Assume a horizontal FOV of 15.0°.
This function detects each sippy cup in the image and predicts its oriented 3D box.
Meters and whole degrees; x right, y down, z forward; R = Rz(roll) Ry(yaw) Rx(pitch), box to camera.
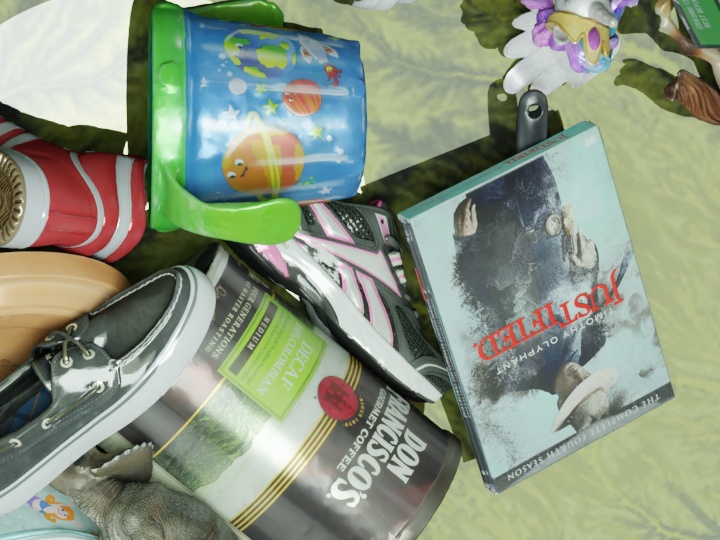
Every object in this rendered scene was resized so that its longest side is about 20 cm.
[{"bbox_3d":[-0.063,-0.092,1.648,0.130,0.140,0.178,0,78,-6],"label":"sippy cup"}]

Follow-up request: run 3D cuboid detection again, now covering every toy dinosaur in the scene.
[{"bbox_3d":[-0.108,0.169,1.612,0.200,0.077,0.102,37,55,-18],"label":"toy dinosaur"}]

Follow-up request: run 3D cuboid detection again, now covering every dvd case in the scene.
[{"bbox_3d":[0.114,0.024,1.727,0.146,0.022,0.201,-26,115,-19],"label":"dvd case"}]

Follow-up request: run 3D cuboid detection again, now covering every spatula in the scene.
[{"bbox_3d":[0.107,-0.020,1.740,0.056,0.021,0.201,-3,109,-8],"label":"spatula"}]

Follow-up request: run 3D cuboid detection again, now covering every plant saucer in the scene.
[{"bbox_3d":[-0.231,0.047,1.640,0.200,0.200,0.032,-13,68,-6],"label":"plant saucer"}]

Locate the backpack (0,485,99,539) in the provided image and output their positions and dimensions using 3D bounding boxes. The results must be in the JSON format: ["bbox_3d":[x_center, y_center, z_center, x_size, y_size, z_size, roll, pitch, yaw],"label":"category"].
[{"bbox_3d":[-0.228,0.214,1.676,0.199,0.151,0.178,-19,130,-11],"label":"backpack"}]

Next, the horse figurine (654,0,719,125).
[{"bbox_3d":[0.272,-0.158,1.745,0.200,0.050,0.133,-43,118,-9],"label":"horse figurine"}]

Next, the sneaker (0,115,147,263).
[{"bbox_3d":[-0.201,-0.060,1.650,0.112,0.200,0.071,8,110,-35],"label":"sneaker"}]

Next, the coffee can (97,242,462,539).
[{"bbox_3d":[-0.059,0.101,1.690,0.200,0.146,0.146,39,91,-10],"label":"coffee can"}]

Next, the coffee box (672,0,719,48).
[{"bbox_3d":[0.228,-0.248,1.662,0.044,0.123,0.200,3,60,29],"label":"coffee box"}]

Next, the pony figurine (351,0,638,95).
[{"bbox_3d":[0.111,-0.200,1.668,0.166,0.193,0.201,18,71,-27],"label":"pony figurine"}]

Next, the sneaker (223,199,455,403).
[{"bbox_3d":[0.000,0.000,1.723,0.086,0.080,0.200,-47,107,-11],"label":"sneaker"}]

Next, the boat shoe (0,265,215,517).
[{"bbox_3d":[-0.169,0.066,1.583,0.200,0.069,0.057,-43,133,6],"label":"boat shoe"}]
